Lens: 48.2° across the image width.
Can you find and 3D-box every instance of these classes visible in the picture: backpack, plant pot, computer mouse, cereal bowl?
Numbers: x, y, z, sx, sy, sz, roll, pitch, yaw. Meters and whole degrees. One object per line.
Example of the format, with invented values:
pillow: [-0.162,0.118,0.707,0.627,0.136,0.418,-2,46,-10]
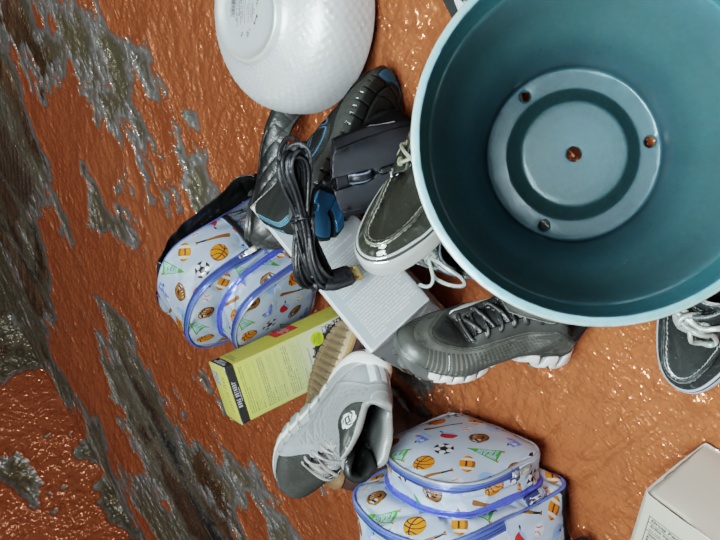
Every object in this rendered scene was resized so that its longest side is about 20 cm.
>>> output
backpack: [0.092,0.242,0.805,0.200,0.190,0.155,6,115,54]
plant pot: [0.140,-0.077,0.506,0.201,0.200,0.188,65,-170,0]
computer mouse: [0.009,-0.060,0.699,0.046,0.200,0.141,8,112,34]
cereal bowl: [-0.083,-0.255,0.799,0.200,0.083,0.201,15,112,42]
backpack: [-0.151,0.012,0.995,0.154,0.190,0.200,49,153,30]

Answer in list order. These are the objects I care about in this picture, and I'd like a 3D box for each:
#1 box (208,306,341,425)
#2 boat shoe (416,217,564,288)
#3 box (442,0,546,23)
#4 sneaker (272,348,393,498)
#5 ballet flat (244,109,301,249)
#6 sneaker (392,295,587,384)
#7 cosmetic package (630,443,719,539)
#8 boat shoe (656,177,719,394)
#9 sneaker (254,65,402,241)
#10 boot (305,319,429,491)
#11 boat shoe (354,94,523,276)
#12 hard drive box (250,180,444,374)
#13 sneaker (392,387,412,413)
box: [-0.071,0.101,0.943,0.050,0.200,0.076,12,123,59]
boat shoe: [0.086,-0.022,0.683,0.200,0.062,0.075,12,126,46]
box: [0.131,-0.258,0.494,0.200,0.124,0.149,-32,84,56]
sneaker: [-0.028,0.183,0.802,0.200,0.075,0.116,-60,24,24]
ballet flat: [-0.087,-0.122,0.911,0.066,0.057,0.201,-170,91,-89]
sneaker: [0.118,0.041,0.663,0.091,0.199,0.067,-60,44,39]
cosmetic package: [0.279,0.256,0.659,0.103,0.087,0.201,36,139,39]
boat shoe: [0.245,0.017,0.566,0.074,0.068,0.200,41,140,33]
sneaker: [-0.028,-0.117,0.749,0.082,0.200,0.073,8,144,37]
boot: [0.021,0.159,0.921,0.072,0.166,0.201,-145,71,-69]
boat shoe: [0.056,-0.088,0.644,0.071,0.200,0.064,29,167,34]
hard drive box: [0.000,0.000,0.824,0.200,0.077,0.156,50,-176,24]
sneaker: [-0.014,0.161,1.008,0.200,0.087,0.075,49,144,24]
